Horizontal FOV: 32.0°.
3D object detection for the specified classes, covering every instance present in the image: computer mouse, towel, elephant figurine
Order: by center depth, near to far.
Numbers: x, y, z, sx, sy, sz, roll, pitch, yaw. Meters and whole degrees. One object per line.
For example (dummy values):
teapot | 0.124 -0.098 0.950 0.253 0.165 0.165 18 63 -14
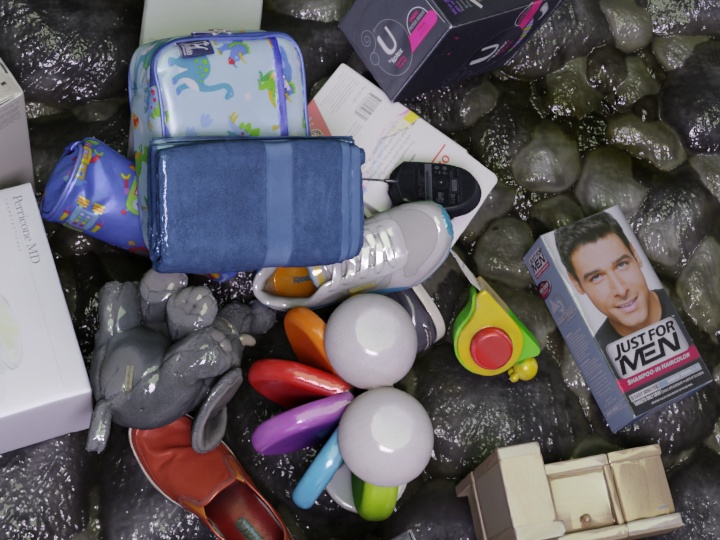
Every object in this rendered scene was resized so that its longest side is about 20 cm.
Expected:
towel | -0.087 -0.057 1.059 0.197 0.048 0.114 -4 100 -33
elephant figurine | -0.151 0.088 1.107 0.153 0.200 0.143 -20 67 4
computer mouse | 0.018 -0.078 1.204 0.196 0.034 0.059 6 58 -3

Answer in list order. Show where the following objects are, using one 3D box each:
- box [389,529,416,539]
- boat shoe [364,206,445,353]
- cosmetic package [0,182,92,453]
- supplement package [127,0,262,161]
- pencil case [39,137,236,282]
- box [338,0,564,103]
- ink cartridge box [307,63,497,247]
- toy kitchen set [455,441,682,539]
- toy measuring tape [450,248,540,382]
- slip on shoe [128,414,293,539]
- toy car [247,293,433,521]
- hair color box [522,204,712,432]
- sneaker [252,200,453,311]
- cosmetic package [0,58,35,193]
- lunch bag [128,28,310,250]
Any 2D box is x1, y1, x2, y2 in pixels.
box | -0.055 0.287 1.023 0.198 0.199 0.050 -24 75 -19
boat shoe | 0.000 0.000 1.218 0.062 0.073 0.201 -36 84 -25
cosmetic package | -0.353 0.058 1.093 0.197 0.123 0.202 -16 73 -19
supplement package | -0.162 -0.206 1.238 0.115 0.118 0.203 7 68 -9
pencil case | -0.193 -0.057 1.160 0.198 0.078 0.088 20 81 -30
box | 0.096 -0.267 1.284 0.199 0.122 0.107 -24 74 -41
ink cartridge box | 0.026 -0.099 1.264 0.199 0.068 0.117 36 66 5
toy kitchen set | 0.209 0.240 1.108 0.196 0.181 0.166 -8 72 -10
toy measuring tape | 0.098 0.039 1.208 0.200 0.073 0.074 47 65 -17
slip on shoe | -0.131 0.193 1.118 0.074 0.061 0.200 -39 76 -20
toy car | -0.025 0.123 1.107 0.147 0.175 0.203 -5 70 -12
hair color box | 0.256 0.047 1.260 0.098 0.061 0.202 -21 74 -19
sneaker | -0.006 -0.006 1.156 0.198 0.081 0.078 -22 85 23
cosmetic package | -0.351 -0.132 1.124 0.073 0.200 0.104 -33 77 -22
lunch bag | -0.117 -0.110 1.110 0.159 0.082 0.204 -8 99 -32
